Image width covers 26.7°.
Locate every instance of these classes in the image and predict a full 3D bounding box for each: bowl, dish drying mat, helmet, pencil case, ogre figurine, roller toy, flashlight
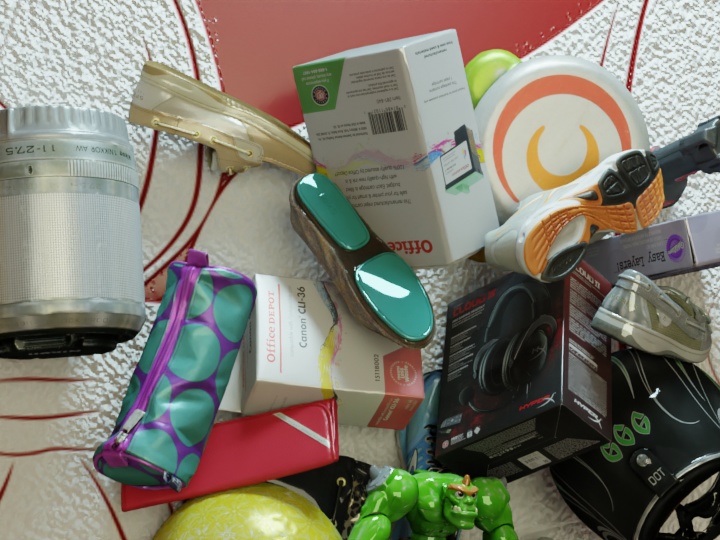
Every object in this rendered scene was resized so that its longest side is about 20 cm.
[{"bbox_3d":[-0.110,0.286,1.297,0.199,0.108,0.202,0,89,13],"label":"bowl"},{"bbox_3d":[-0.116,0.161,1.341,0.199,0.018,0.077,-13,44,9],"label":"dish drying mat"},{"bbox_3d":[0.267,0.166,1.421,0.199,0.201,0.191,-17,42,-20],"label":"helmet"},{"bbox_3d":[-0.159,0.090,1.316,0.085,0.092,0.201,8,68,26],"label":"pencil case"},{"bbox_3d":[0.063,0.234,1.320,0.199,0.098,0.121,5,80,-9],"label":"ogre figurine"},{"bbox_3d":[0.176,-0.108,1.471,0.181,0.140,0.201,0,90,-11],"label":"roller toy"},{"bbox_3d":[0.322,-0.104,1.482,0.068,0.200,0.068,-42,96,-19],"label":"flashlight"}]

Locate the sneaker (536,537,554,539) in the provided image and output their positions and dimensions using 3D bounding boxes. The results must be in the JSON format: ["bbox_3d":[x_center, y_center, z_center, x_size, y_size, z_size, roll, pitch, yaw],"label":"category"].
[{"bbox_3d":[0.125,0.345,1.416,0.130,0.080,0.201,11,78,-16],"label":"sneaker"}]

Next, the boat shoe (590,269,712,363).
[{"bbox_3d":[0.275,0.040,1.381,0.201,0.074,0.065,12,102,-54],"label":"boat shoe"}]

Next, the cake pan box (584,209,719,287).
[{"bbox_3d":[0.320,-0.024,1.451,0.183,0.200,0.053,-12,87,-30],"label":"cake pan box"}]

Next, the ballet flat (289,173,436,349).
[{"bbox_3d":[0.000,0.000,1.377,0.068,0.067,0.201,-22,67,-28],"label":"ballet flat"}]

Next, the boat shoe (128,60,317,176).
[{"bbox_3d":[-0.126,-0.126,1.426,0.199,0.074,0.069,26,98,-19],"label":"boat shoe"}]

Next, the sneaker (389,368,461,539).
[{"bbox_3d":[0.078,0.192,1.420,0.078,0.090,0.201,8,79,-15],"label":"sneaker"}]

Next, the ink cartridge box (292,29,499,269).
[{"bbox_3d":[0.034,-0.107,1.396,0.084,0.144,0.201,-24,105,-43],"label":"ink cartridge box"}]

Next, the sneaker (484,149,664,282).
[{"bbox_3d":[0.190,-0.057,1.369,0.199,0.092,0.076,-28,110,-33],"label":"sneaker"}]

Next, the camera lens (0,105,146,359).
[{"bbox_3d":[-0.269,-0.028,1.315,0.159,0.160,0.201,-2,82,-17],"label":"camera lens"}]

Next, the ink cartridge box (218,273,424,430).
[{"bbox_3d":[-0.047,0.073,1.394,0.199,0.068,0.117,6,55,-15],"label":"ink cartridge box"}]

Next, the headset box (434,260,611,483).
[{"bbox_3d":[0.152,0.082,1.394,0.077,0.148,0.201,36,43,-31],"label":"headset box"}]

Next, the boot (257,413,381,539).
[{"bbox_3d":[-0.072,0.245,1.382,0.153,0.073,0.204,29,79,-3],"label":"boot"}]
